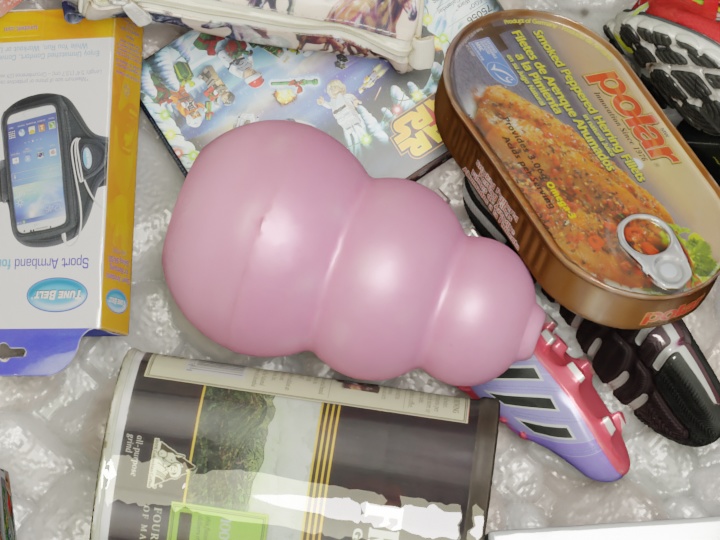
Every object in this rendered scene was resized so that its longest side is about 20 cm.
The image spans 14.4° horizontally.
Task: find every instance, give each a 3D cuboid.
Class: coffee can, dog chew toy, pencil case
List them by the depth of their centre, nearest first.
[{"bbox_3d":[0.000,0.000,1.490,0.199,0.125,0.125,20,83,4],"label":"dog chew toy"},{"bbox_3d":[-0.034,0.126,1.504,0.199,0.146,0.147,8,83,2],"label":"coffee can"},{"bbox_3d":[-0.056,-0.155,1.517,0.199,0.078,0.090,9,56,-10],"label":"pencil case"}]

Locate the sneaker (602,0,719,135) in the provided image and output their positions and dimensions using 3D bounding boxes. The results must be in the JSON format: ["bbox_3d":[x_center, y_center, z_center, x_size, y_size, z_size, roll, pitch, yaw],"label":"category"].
[{"bbox_3d":[0.184,-0.130,1.509,0.085,0.200,0.077,-40,104,2],"label":"sneaker"}]

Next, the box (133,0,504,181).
[{"bbox_3d":[-0.013,-0.104,1.587,0.199,0.040,0.137,-34,85,-4],"label":"box"}]

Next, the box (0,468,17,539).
[{"bbox_3d":[-0.198,0.203,1.512,0.034,0.110,0.201,-8,82,-1],"label":"box"}]

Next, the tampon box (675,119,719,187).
[{"bbox_3d":[0.278,-0.056,1.483,0.126,0.200,0.150,-45,102,-6],"label":"tampon box"}]

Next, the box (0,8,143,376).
[{"bbox_3d":[-0.182,-0.041,1.561,0.118,0.041,0.202,0,84,23],"label":"box"}]

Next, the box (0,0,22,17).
[{"bbox_3d":[-0.172,-0.241,1.561,0.200,0.095,0.103,-38,48,-5],"label":"box"}]

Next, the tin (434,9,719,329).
[{"bbox_3d":[0.116,-0.054,1.503,0.111,0.042,0.201,-19,60,-23],"label":"tin"}]

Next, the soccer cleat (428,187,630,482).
[{"bbox_3d":[0.068,0.044,1.560,0.076,0.067,0.200,-40,83,11],"label":"soccer cleat"}]

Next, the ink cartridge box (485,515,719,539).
[{"bbox_3d":[0.142,0.234,1.519,0.144,0.084,0.201,-3,82,0],"label":"ink cartridge box"}]

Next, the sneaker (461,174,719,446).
[{"bbox_3d":[0.157,-0.010,1.547,0.115,0.076,0.200,-36,83,-28],"label":"sneaker"}]
